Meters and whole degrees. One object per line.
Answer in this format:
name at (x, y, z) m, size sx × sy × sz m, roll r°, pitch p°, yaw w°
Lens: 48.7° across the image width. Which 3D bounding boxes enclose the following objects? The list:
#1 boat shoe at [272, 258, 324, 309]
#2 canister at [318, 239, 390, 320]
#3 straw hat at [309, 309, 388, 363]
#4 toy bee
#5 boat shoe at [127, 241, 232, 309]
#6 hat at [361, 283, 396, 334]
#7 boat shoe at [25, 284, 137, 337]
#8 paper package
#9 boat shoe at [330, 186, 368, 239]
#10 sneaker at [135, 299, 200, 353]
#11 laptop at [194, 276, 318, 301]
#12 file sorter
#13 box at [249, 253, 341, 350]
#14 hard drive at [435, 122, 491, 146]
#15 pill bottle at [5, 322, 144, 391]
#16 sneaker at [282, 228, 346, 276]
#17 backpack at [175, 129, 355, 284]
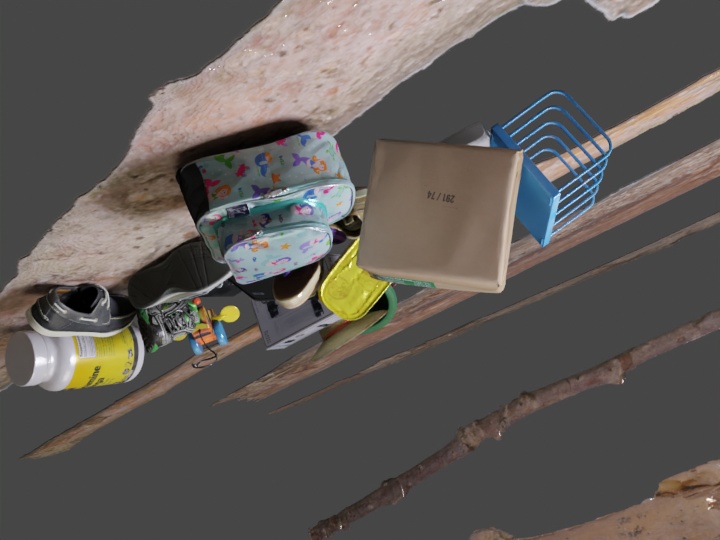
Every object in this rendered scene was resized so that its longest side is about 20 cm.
boat shoe at (-0.091, 0.015, 1.273) m, size 0.072 × 0.065 × 0.200 m, roll -9°, pitch -155°, yaw 10°
canister at (0.000, 0.000, 1.327) m, size 0.149 × 0.086 × 0.200 m, roll -52°, pitch -176°, yaw 3°
straw hat at (-0.048, 0.098, 1.573) m, size 0.201 × 0.085 × 0.201 m, roll -33°, pitch 180°, yaw 0°
toy bee at (-0.285, 0.096, 1.467) m, size 0.130 × 0.109 × 0.200 m, roll -23°, pitch -168°, yaw -24°
boat shoe at (-0.263, 0.008, 1.210) m, size 0.201 × 0.075 × 0.065 m, roll -24°, pitch 171°, yaw 25°
hat at (-0.007, 0.024, 1.705) m, size 0.165 × 0.177 × 0.201 m, roll -6°, pitch 132°, yaw 3°
boat shoe at (-0.401, 0.056, 1.193) m, size 0.068 × 0.072 × 0.200 m, roll -48°, pitch 161°, yaw 17°
paper package at (0.110, -0.072, 1.084) m, size 0.199 × 0.192 × 0.103 m, roll 7°, pitch 171°, yaw 13°
boat shoe at (-0.017, -0.081, 1.203) m, size 0.072 × 0.076 × 0.200 m, roll -33°, pitch 164°, yaw 29°
sneaker at (-0.312, 0.078, 1.300) m, size 0.085 × 0.078 × 0.200 m, roll -12°, pitch -171°, yaw -1°
laptop at (-0.199, 0.044, 1.350) m, size 0.200 × 0.104 × 0.177 m, roll -30°, pitch 162°, yaw 31°
file sorter at (0.283, -0.154, 1.194) m, size 0.122 × 0.139 × 0.200 m, roll -36°, pitch 161°, yaw -4°
box at (-0.107, 0.061, 1.510) m, size 0.199 × 0.117 × 0.060 m, roll -30°, pitch 162°, yaw 28°
hard drive at (0.159, -0.165, 1.245) m, size 0.131 × 0.026 × 0.200 m, roll -26°, pitch 164°, yaw 19°
pill bottle at (-0.465, 0.137, 1.301) m, size 0.112 × 0.113 × 0.200 m, roll -30°, pitch 162°, yaw 32°
sneaker at (-0.106, -0.035, 1.239) m, size 0.199 × 0.084 × 0.081 m, roll -13°, pitch 163°, yaw -29°
backpack at (-0.104, -0.082, 0.977) m, size 0.199 × 0.151 × 0.178 m, roll -23°, pitch 164°, yaw -8°
